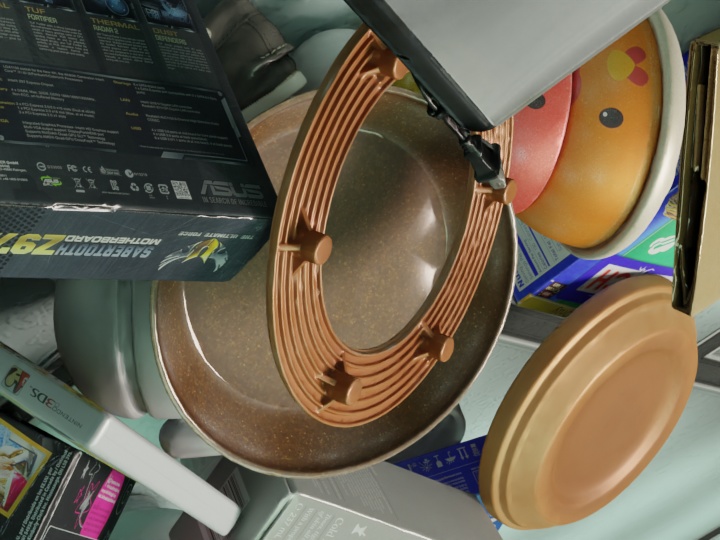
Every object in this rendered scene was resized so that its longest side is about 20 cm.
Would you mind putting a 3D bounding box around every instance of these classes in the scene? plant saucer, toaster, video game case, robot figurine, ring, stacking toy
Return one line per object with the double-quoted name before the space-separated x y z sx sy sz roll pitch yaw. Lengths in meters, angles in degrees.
"plant saucer" 0.162 0.097 1.086 0.199 0.037 0.202 -30 139 -29
"toaster" 0.024 -0.161 0.577 0.118 0.182 0.200 -31 153 12
"video game case" -0.169 0.071 0.874 0.023 0.181 0.200 -56 156 -11
"robot figurine" -0.082 0.023 0.881 0.197 0.172 0.113 -2 -163 5
"ring" 0.023 -0.026 0.715 0.200 0.019 0.202 -37 136 -46
"stacking toy" 0.056 -0.086 0.842 0.198 0.147 0.146 5 145 -21
"plant saucer" -0.015 0.003 0.796 0.198 0.037 0.203 -10 113 -24

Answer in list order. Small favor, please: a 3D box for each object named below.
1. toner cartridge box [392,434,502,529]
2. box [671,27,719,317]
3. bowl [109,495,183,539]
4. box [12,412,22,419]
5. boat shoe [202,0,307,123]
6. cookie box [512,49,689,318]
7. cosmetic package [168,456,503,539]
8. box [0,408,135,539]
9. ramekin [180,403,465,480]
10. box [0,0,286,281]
"toner cartridge box" 0.012 0.176 1.123 0.198 0.043 0.095 -15 151 -19
"box" 0.251 -0.082 0.951 0.199 0.021 0.165 -27 126 -40
"bowl" -0.189 0.238 1.255 0.199 0.091 0.202 -20 154 -10
"box" -0.301 0.167 1.048 0.198 0.069 0.082 -21 155 -9
"boat shoe" -0.118 -0.067 0.796 0.199 0.057 0.067 -30 -172 19
"cookie box" 0.205 -0.048 1.072 0.200 0.076 0.170 -39 151 27
"cosmetic package" -0.007 0.177 1.008 0.199 0.090 0.107 24 109 -33
"box" -0.216 0.145 0.897 0.200 0.114 0.133 86 28 -78
"ramekin" -0.036 0.099 1.107 0.198 0.106 0.201 -19 154 -10
"box" -0.140 -0.074 0.626 0.199 0.159 0.051 2 145 -44
